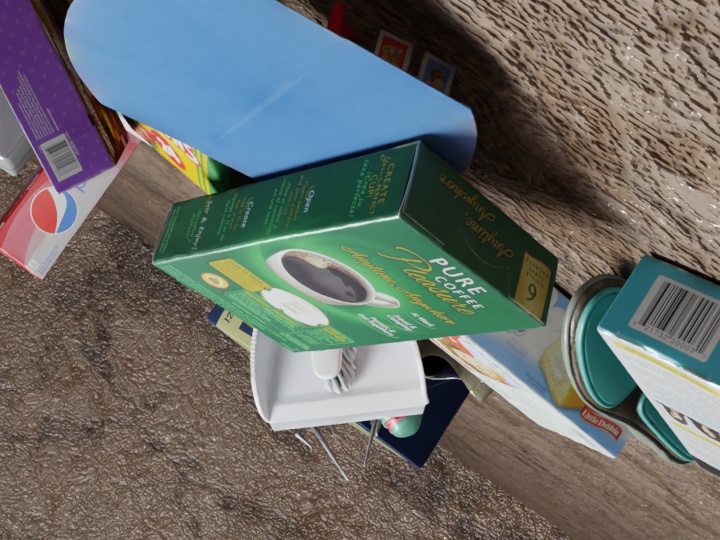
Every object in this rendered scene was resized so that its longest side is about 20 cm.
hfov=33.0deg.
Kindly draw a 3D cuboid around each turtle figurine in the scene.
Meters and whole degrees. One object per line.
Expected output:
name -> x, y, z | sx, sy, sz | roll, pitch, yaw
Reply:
turtle figurine -> 0.005, 0.077, 1.011 | 0.149, 0.100, 0.202 | 28, -143, -54

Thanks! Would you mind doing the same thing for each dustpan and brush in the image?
dustpan and brush -> -0.027, 0.012, 0.922 | 0.138, 0.203, 0.057 | -9, 168, 18

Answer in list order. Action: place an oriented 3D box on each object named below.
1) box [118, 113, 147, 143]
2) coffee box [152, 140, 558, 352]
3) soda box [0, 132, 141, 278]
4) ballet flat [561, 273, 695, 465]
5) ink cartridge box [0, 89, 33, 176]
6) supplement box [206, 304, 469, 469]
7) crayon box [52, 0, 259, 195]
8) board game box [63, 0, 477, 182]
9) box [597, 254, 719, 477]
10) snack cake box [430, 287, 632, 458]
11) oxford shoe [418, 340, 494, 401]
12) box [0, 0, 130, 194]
box -> -0.260, -0.188, 1.135 | 0.199, 0.037, 0.144 | 31, 171, 20
coffee box -> -0.006, -0.005, 0.654 | 0.199, 0.044, 0.123 | -10, 145, 46
soda box -> -0.311, -0.093, 1.295 | 0.070, 0.201, 0.063 | 37, 171, -20
ballet flat -> 0.158, 0.058, 0.741 | 0.200, 0.068, 0.064 | 44, 176, -42
ink cartridge box -> -0.279, -0.173, 0.907 | 0.145, 0.145, 0.200 | 36, 171, -13
supplement box -> -0.014, 0.075, 1.276 | 0.199, 0.135, 0.200 | 26, 168, 46
crayon box -> -0.115, -0.128, 0.678 | 0.127, 0.051, 0.201 | 39, 164, 34
board game box -> -0.040, -0.095, 0.578 | 0.198, 0.039, 0.158 | 25, 156, -23
box -> 0.206, 0.071, 0.670 | 0.082, 0.049, 0.200 | 28, 169, 41
snack cake box -> 0.102, 0.041, 0.857 | 0.199, 0.068, 0.115 | 38, 173, -19
oxford shoe -> 0.056, 0.049, 1.060 | 0.071, 0.074, 0.199 | 38, 173, -38
box -> -0.196, -0.150, 0.694 | 0.137, 0.039, 0.202 | -122, 7, -75
